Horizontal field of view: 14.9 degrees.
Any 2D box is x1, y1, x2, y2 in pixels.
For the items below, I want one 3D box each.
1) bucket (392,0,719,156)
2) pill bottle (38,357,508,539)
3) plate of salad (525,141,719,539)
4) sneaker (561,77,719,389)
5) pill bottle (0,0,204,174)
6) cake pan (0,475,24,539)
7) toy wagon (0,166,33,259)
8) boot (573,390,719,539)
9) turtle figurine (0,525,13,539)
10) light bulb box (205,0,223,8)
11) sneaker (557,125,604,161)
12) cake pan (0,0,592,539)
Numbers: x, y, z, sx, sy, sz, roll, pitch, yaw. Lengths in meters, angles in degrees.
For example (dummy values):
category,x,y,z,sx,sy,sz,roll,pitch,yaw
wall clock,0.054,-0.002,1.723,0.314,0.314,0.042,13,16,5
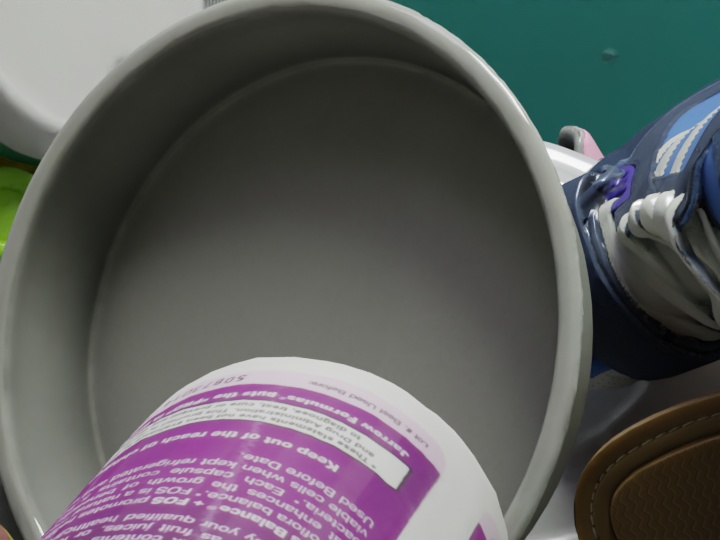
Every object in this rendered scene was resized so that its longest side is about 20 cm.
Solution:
category,x,y,z,sx,sy,sz,roll,pitch,yaw
bucket,0.105,-0.107,1.076,0.207,0.208,0.135,-2,24,16
pill bottle,-0.039,0.105,0.638,0.112,0.113,0.200,-2,19,18
plate of salad,0.028,0.027,0.894,0.200,0.048,0.200,1,45,-1
sneaker,0.094,0.003,0.786,0.146,0.081,0.200,-37,7,21
pill bottle,-0.157,-0.081,0.965,0.200,0.113,0.113,-10,12,46
cake pan,-0.167,0.069,0.890,0.200,0.037,0.200,-7,18,2
toy wagon,-0.129,-0.005,0.964,0.200,0.040,0.155,-1,-7,-3
boot,0.158,0.039,0.817,0.200,0.077,0.155,-18,11,4
turtle figurine,-0.163,0.108,0.711,0.200,0.064,0.161,-36,-6,18
light bulb box,0.004,-0.183,1.329,0.198,0.200,0.125,-5,19,9
sneaker,0.000,0.000,0.976,0.200,0.082,0.070,-13,19,-13
cake pan,-0.019,0.021,0.786,0.200,0.201,0.037,4,-6,32
